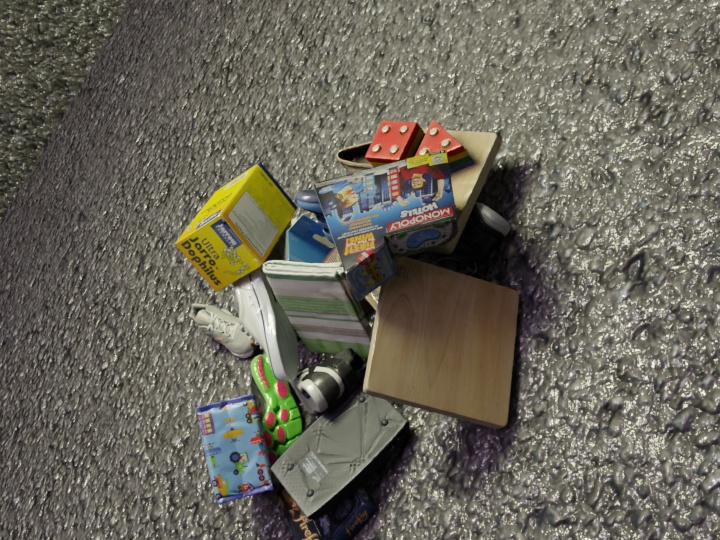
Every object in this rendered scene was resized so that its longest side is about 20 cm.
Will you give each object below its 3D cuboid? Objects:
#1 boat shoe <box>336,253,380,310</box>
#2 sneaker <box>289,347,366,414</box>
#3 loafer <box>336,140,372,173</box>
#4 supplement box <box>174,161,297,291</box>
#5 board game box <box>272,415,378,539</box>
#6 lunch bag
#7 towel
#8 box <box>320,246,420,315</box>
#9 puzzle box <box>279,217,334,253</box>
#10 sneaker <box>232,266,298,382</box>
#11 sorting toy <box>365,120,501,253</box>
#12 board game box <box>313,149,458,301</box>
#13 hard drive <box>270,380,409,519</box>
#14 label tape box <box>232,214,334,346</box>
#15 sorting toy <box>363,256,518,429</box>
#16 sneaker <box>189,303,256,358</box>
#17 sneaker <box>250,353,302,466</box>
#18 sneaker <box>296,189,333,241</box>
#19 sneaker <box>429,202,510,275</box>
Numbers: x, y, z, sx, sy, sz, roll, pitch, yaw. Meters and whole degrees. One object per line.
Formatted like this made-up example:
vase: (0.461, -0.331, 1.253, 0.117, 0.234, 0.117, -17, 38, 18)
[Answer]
boat shoe: (0.038, 0.027, 1.307, 0.200, 0.073, 0.063, 53, 140, 23)
sneaker: (-0.047, 0.176, 1.422, 0.112, 0.073, 0.200, -34, 5, -13)
loafer: (0.038, -0.205, 1.572, 0.200, 0.063, 0.072, -8, 62, 46)
supplement box: (-0.204, -0.076, 1.475, 0.109, 0.109, 0.200, -29, 20, 29)
board game box: (-0.063, 0.341, 1.361, 0.136, 0.035, 0.200, -51, 38, 11)
lunch bag: (-0.198, 0.287, 1.429, 0.200, 0.094, 0.151, 115, 142, -79)
towel: (-0.056, 0.062, 1.382, 0.149, 0.200, 0.031, 5, 48, 31)
box: (0.000, 0.000, 1.456, 0.200, 0.100, 0.075, -51, 40, 14)
puzzle box: (-0.136, -0.023, 1.598, 0.200, 0.133, 0.026, -25, 50, 37)
sneaker: (-0.156, 0.091, 1.431, 0.071, 0.073, 0.201, -24, 71, 22)
sorting toy: (0.082, -0.140, 1.333, 0.198, 0.070, 0.200, 11, 68, 40)
board game box: (0.036, -0.059, 1.193, 0.199, 0.062, 0.200, -13, 44, 12)
hard drive: (-0.027, 0.269, 1.313, 0.200, 0.042, 0.135, -43, 41, -8)
label tape box: (-0.102, 0.020, 1.522, 0.200, 0.143, 0.066, -48, 39, 16)
sorting toy: (0.106, 0.103, 1.207, 0.070, 0.198, 0.201, 128, 155, -61)
sneaker: (-0.268, 0.111, 1.695, 0.200, 0.092, 0.076, 14, 78, 51)
sneaker: (-0.145, 0.242, 1.503, 0.084, 0.076, 0.201, 106, 157, -58)
sneaker: (-0.032, -0.082, 1.471, 0.074, 0.200, 0.083, 27, 97, 45)
sneaker: (0.133, -0.061, 1.359, 0.200, 0.075, 0.114, 30, 88, 50)
